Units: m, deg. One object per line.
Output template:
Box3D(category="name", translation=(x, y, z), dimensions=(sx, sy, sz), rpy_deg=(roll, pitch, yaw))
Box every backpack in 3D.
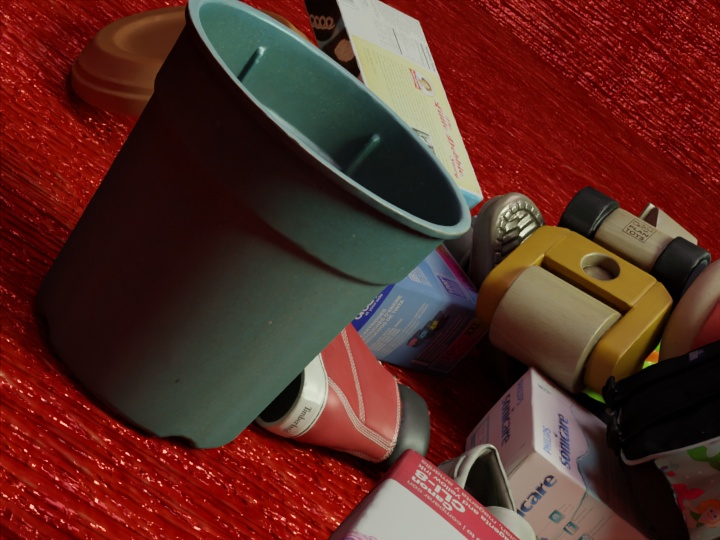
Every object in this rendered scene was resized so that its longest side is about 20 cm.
Box3D(category="backpack", translation=(0.285, 0.110, 1.004), dimensions=(0.151, 0.199, 0.178), rpy_deg=(58, 16, -9))

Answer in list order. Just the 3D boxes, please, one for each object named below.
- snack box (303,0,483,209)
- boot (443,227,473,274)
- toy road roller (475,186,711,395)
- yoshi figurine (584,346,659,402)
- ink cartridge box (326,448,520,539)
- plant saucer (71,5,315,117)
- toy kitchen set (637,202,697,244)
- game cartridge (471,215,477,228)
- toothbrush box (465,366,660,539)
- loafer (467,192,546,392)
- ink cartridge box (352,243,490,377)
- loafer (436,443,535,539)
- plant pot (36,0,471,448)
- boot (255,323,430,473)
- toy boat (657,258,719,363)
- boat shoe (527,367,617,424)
Box3D(category="snack box", translation=(0.026, -0.143, 1.213), dimensions=(0.116, 0.037, 0.202), rpy_deg=(19, 44, -43))
Box3D(category="boot", translation=(0.057, -0.070, 1.352), dimensions=(0.201, 0.072, 0.183), rpy_deg=(-115, -171, -48))
Box3D(category="toy road roller", translation=(0.183, 0.044, 1.184), dimensions=(0.122, 0.147, 0.200), rpy_deg=(31, 45, 24))
Box3D(category="yoshi figurine", translation=(0.262, 0.119, 1.363), dimensions=(0.199, 0.113, 0.112), rpy_deg=(24, 12, -28))
Box3D(category="ink cartridge box", translation=(0.008, 0.195, 0.590), dimensions=(0.144, 0.146, 0.200), rpy_deg=(41, 17, 4))
Box3D(category="plant saucer", translation=(-0.130, -0.171, 1.163), dimensions=(0.198, 0.038, 0.201), rpy_deg=(-1, 27, 1))
Box3D(category="toy kitchen set", translation=(0.314, 0.038, 1.489), dimensions=(0.199, 0.164, 0.180), rpy_deg=(35, 1, -19))
Box3D(category="game cartridge", translation=(0.204, 0.009, 1.371), dimensions=(0.199, 0.041, 0.133), rpy_deg=(17, 16, -35))
Box3D(category="toothbrush box", translation=(0.173, 0.182, 1.059), dimensions=(0.199, 0.085, 0.147), rpy_deg=(39, 19, -8))
Box3D(category="loafer", translation=(0.116, 0.018, 1.251), dimensions=(0.075, 0.202, 0.068), rpy_deg=(-31, 42, -30))
Box3D(category="ink cartridge box", translation=(0.000, 0.000, 1.158), dimensions=(0.199, 0.077, 0.137), rpy_deg=(17, 29, -48))
Box3D(category="loafer", translation=(0.072, 0.175, 0.896), dimensions=(0.070, 0.070, 0.201), rpy_deg=(33, 19, -21))
Box3D(category="plant pot", translation=(-0.072, -0.017, 0.845), dimensions=(0.199, 0.197, 0.201), rpy_deg=(35, 18, -13))
Box3D(category="boot", translation=(-0.021, 0.050, 1.007), dimensions=(0.144, 0.072, 0.201), rpy_deg=(27, 30, -38))
Box3D(category="toy boat", translation=(0.304, 0.092, 1.146), dimensions=(0.130, 0.202, 0.130), rpy_deg=(14, 23, 27))
Box3D(category="boat shoe", translation=(0.218, 0.148, 1.236), dimensions=(0.201, 0.060, 0.074), rpy_deg=(54, 20, 14))
